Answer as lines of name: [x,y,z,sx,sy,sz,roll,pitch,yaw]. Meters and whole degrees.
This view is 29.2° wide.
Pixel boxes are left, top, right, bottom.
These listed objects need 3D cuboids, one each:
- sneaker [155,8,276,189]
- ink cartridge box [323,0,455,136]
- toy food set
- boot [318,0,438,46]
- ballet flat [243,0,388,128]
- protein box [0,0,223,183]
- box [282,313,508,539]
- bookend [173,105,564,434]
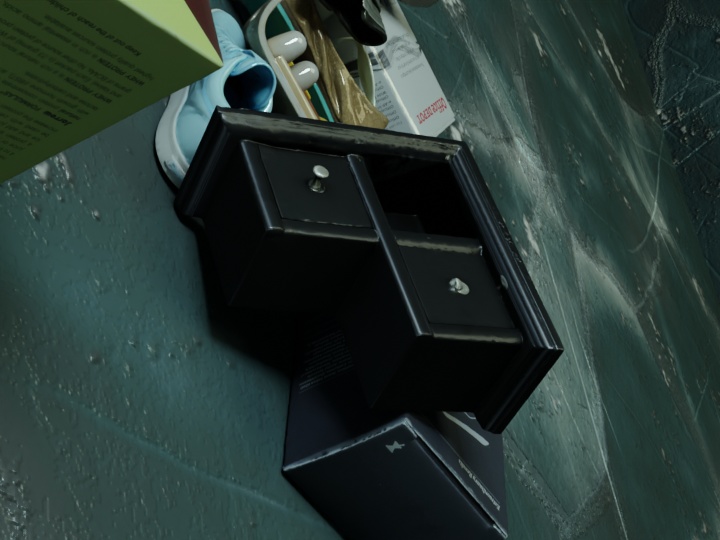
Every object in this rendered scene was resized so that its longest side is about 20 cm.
sneaker: [-0.093,-0.136,1.025,0.074,0.082,0.200,50,27,-36]
ink cartridge box: [-0.003,-0.202,1.296,0.200,0.084,0.145,62,21,-7]
toy food set: [-0.029,-0.126,1.109,0.200,0.060,0.143,62,-7,-11]
boot: [0.010,-0.247,1.204,0.200,0.068,0.131,33,50,-51]
ballet flat: [-0.035,-0.193,1.194,0.200,0.072,0.068,60,-22,-10]
protein box: [-0.206,-0.137,0.603,0.198,0.200,0.135,26,45,-59]
box: [0.029,0.101,1.037,0.148,0.104,0.200,51,26,-32]
bookend: [0.000,0.000,0.921,0.199,0.092,0.199,6,45,-28]
